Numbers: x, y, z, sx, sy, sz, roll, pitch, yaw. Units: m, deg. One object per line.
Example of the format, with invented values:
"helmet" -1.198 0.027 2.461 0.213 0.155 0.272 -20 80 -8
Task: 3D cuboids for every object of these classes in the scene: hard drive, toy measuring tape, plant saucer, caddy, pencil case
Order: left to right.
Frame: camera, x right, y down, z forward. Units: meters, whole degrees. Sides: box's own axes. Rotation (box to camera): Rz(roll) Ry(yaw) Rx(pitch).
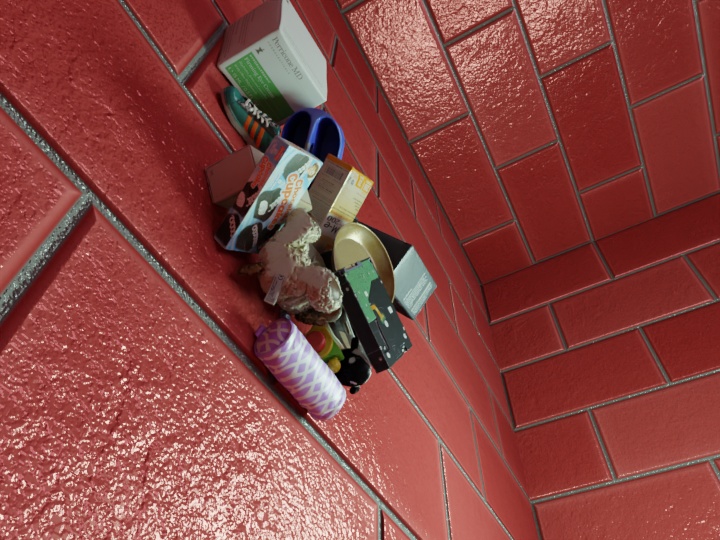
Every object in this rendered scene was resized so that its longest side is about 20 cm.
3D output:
"pencil case" -0.103 0.171 0.928 0.084 0.085 0.201 -51 124 -30
"toy measuring tape" -0.098 0.121 1.038 0.200 0.073 0.074 52 6 36
"caddy" -0.113 -0.264 1.242 0.105 0.140 0.203 -51 155 -74
"plant saucer" 0.000 0.000 1.147 0.199 0.035 0.203 28 51 -42
"hard drive" 0.023 0.081 1.046 0.202 0.038 0.139 65 25 0

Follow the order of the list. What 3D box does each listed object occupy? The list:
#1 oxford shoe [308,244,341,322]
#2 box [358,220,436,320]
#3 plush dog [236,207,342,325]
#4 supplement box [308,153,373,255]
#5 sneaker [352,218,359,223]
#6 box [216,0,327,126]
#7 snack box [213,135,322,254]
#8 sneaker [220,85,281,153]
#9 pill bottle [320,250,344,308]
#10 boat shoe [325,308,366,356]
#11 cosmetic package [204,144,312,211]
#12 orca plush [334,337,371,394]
"oxford shoe" -0.095 0.009 1.096 0.201 0.075 0.058 60 -14 10
"box" 0.057 -0.002 1.355 0.196 0.118 0.200 27 -15 37
"plush dog" -0.126 0.017 0.975 0.172 0.159 0.202 86 -16 -65
"supplement box" -0.065 -0.136 1.198 0.073 0.202 0.126 31 6 23
"sneaker" -0.048 -0.136 1.292 0.073 0.081 0.202 64 11 -64
"box" -0.195 -0.477 1.259 0.199 0.170 0.202 50 24 -41
"snack box" -0.155 -0.122 0.932 0.037 0.201 0.116 39 12 21
"sneaker" -0.212 -0.306 1.154 0.201 0.079 0.072 58 20 -27
"pill bottle" -0.030 0.046 1.225 0.200 0.111 0.113 48 26 -45
"boat shoe" -0.013 0.152 1.209 0.200 0.073 0.075 49 25 -44
"cosmetic package" -0.184 -0.151 1.024 0.200 0.103 0.074 18 53 -66
"orca plush" -0.046 0.174 1.061 0.200 0.070 0.107 -137 -126 -64
